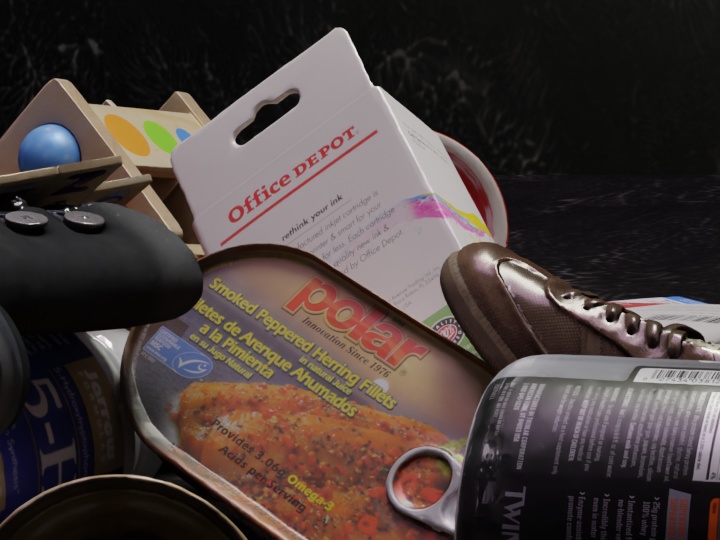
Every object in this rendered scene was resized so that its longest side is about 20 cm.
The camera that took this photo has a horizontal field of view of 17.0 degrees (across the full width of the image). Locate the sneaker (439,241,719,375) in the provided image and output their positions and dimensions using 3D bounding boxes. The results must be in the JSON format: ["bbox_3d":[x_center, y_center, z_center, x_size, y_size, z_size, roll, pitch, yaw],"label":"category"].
[{"bbox_3d":[0.120,0.047,0.977,0.200,0.076,0.070,47,18,18],"label":"sneaker"}]

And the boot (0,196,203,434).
[{"bbox_3d":[-0.133,0.015,0.947,0.165,0.066,0.200,27,13,32],"label":"boot"}]

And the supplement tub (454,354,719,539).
[{"bbox_3d":[0.142,0.092,0.824,0.199,0.123,0.122,2,8,22],"label":"supplement tub"}]

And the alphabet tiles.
[{"bbox_3d":[-0.193,-0.005,1.097,0.166,0.006,0.200,-13,-13,-36],"label":"alphabet tiles"}]

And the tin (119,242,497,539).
[{"bbox_3d":[-0.014,0.064,1.015,0.200,0.112,0.042,33,-12,31],"label":"tin"}]

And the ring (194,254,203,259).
[{"bbox_3d":[-0.150,0.045,1.169,0.200,0.019,0.201,-14,-33,-9],"label":"ring"}]

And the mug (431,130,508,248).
[{"bbox_3d":[0.007,0.020,1.304,0.133,0.178,0.200,20,-15,-1],"label":"mug"}]

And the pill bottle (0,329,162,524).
[{"bbox_3d":[-0.166,0.076,1.031,0.119,0.120,0.200,2,8,24],"label":"pill bottle"}]

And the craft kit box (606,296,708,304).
[{"bbox_3d":[0.155,0.053,1.485,0.197,0.049,0.200,-1,6,-19],"label":"craft kit box"}]

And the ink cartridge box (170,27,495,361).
[{"bbox_3d":[0.000,0.000,1.112,0.117,0.200,0.067,-35,-33,15],"label":"ink cartridge box"}]

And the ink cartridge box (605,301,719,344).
[{"bbox_3d":[0.112,0.068,1.191,0.146,0.083,0.200,2,8,34],"label":"ink cartridge box"}]

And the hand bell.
[{"bbox_3d":[-0.077,0.127,0.852,0.104,0.105,0.200,-1,-6,0],"label":"hand bell"}]

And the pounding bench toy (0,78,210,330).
[{"bbox_3d":[-0.171,0.003,1.423,0.200,0.124,0.156,-47,-21,22],"label":"pounding bench toy"}]
